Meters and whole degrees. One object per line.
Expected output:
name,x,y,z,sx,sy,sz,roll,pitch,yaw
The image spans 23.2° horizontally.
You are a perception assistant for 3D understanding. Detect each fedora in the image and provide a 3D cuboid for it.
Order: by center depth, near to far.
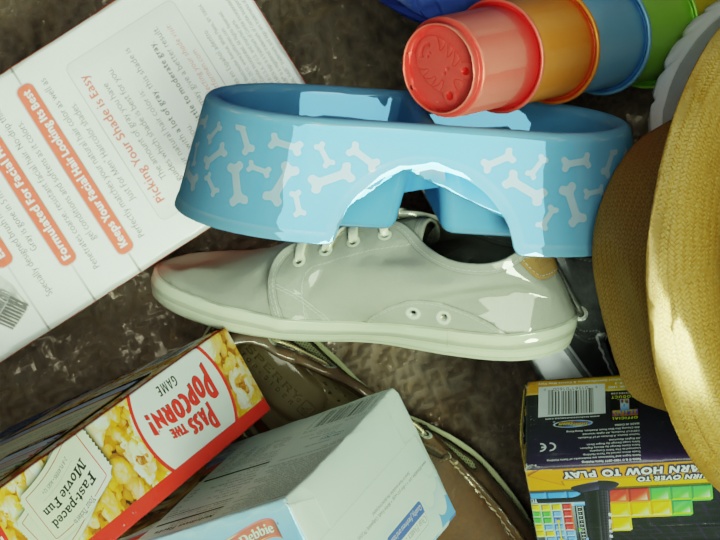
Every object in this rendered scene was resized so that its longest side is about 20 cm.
fedora,0.149,-0.004,0.691,0.200,0.082,0.202,4,85,-42

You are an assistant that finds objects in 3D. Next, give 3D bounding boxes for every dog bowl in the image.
dog bowl,0.023,-0.045,0.737,0.199,0.112,0.050,4,104,-5

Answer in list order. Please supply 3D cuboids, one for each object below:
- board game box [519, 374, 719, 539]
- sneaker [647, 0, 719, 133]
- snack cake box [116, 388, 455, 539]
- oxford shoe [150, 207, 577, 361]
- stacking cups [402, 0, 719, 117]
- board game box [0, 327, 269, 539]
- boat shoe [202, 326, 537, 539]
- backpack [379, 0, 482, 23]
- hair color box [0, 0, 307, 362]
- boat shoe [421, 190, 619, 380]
board game box,0.179,0.117,0.788,0.199,0.057,0.166,-5,131,11
sneaker,0.210,-0.093,0.777,0.200,0.082,0.075,-34,122,-23
snack cake box,-0.072,0.128,0.767,0.199,0.115,0.067,-21,100,30
oxford shoe,0.000,0.000,0.787,0.199,0.075,0.058,4,110,20
stacking cups,0.090,-0.102,0.761,0.060,0.199,0.061,12,108,41
board game box,-0.150,0.103,0.737,0.151,0.200,0.046,-25,97,34
boat shoe,0.003,0.096,0.829,0.202,0.075,0.075,37,93,-5
backpack,0.010,-0.202,0.765,0.167,0.163,0.200,-32,108,10
hair color box,-0.121,-0.053,0.817,0.199,0.064,0.111,-32,96,0
boat shoe,0.094,0.004,0.832,0.066,0.070,0.200,-33,88,3
